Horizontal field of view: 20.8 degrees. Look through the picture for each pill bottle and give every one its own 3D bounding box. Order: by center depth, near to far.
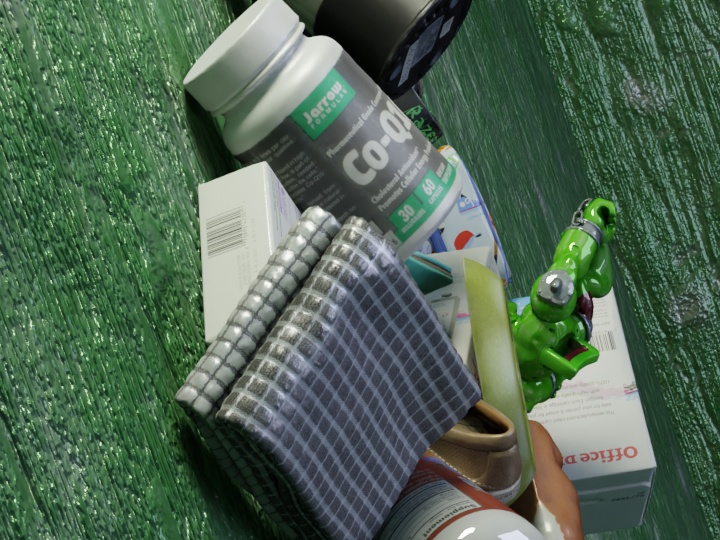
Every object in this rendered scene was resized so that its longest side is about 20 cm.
[{"bbox_3d":[0.063,0.201,1.323,0.200,0.112,0.113,30,-29,58],"label":"pill bottle"},{"bbox_3d":[-0.029,-0.098,1.437,0.200,0.113,0.113,45,21,-14],"label":"pill bottle"}]

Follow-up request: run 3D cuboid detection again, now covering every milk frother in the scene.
[{"bbox_3d":[-0.047,-0.201,1.579,0.188,0.181,0.200,39,41,14],"label":"milk frother"}]

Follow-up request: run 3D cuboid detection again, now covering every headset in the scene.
[{"bbox_3d":[0.026,-0.205,1.880,0.200,0.094,0.124,53,1,35],"label":"headset"}]

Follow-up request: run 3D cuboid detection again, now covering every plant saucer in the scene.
[{"bbox_3d":[0.113,0.087,1.568,0.200,0.031,0.202,-9,90,-85],"label":"plant saucer"}]

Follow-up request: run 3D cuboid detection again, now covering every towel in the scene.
[{"bbox_3d":[-0.014,0.081,1.268,0.166,0.085,0.200,-58,141,-21],"label":"towel"}]

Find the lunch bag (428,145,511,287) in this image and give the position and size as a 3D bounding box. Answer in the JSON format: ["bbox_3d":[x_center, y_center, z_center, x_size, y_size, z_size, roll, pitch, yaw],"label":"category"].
[{"bbox_3d":[0.084,-0.044,1.903,0.200,0.075,0.162,138,-73,-87],"label":"lunch bag"}]

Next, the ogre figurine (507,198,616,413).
[{"bbox_3d":[0.168,0.043,1.693,0.098,0.200,0.120,41,35,4],"label":"ogre figurine"}]

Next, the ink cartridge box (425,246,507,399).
[{"bbox_3d":[0.084,0.089,1.705,0.201,0.067,0.117,-74,150,-47],"label":"ink cartridge box"}]

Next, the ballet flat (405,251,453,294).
[{"bbox_3d":[0.000,0.000,1.571,0.199,0.067,0.071,27,78,-49],"label":"ballet flat"}]

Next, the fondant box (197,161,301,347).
[{"bbox_3d":[-0.046,0.043,1.394,0.200,0.058,0.145,55,21,-46],"label":"fondant box"}]

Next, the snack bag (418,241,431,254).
[{"bbox_3d":[0.023,0.022,1.690,0.200,0.021,0.190,50,38,-56],"label":"snack bag"}]

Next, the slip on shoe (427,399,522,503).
[{"bbox_3d":[0.047,0.100,1.471,0.200,0.075,0.061,41,-41,42],"label":"slip on shoe"}]

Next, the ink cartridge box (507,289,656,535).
[{"bbox_3d":[0.193,0.144,1.929,0.146,0.145,0.202,87,-6,-60],"label":"ink cartridge box"}]

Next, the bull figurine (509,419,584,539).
[{"bbox_3d":[0.155,0.220,1.641,0.122,0.064,0.202,66,15,-53],"label":"bull figurine"}]
